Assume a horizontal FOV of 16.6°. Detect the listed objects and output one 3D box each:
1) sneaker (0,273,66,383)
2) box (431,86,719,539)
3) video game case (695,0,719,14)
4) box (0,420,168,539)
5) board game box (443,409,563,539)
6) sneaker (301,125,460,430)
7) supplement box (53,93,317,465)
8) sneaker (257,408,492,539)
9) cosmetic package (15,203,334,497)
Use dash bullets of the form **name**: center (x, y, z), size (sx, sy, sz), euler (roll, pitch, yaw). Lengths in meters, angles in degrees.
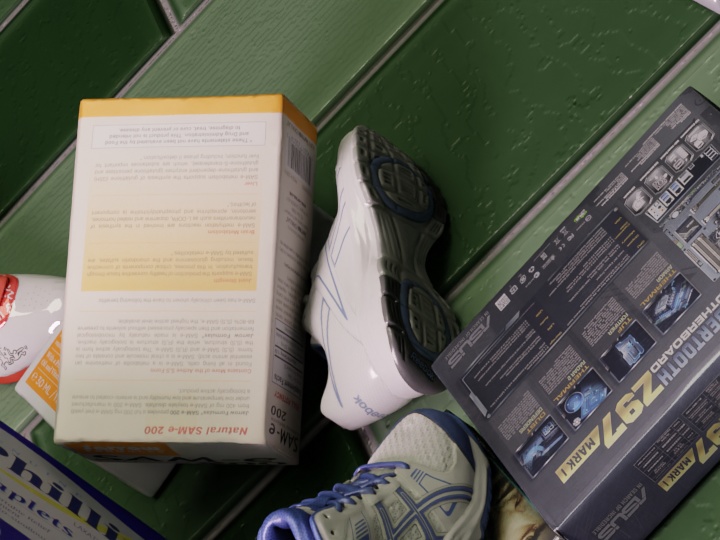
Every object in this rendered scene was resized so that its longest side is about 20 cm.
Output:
- **sneaker**: center (-0.279, 0.026, 1.657), size (0.201, 0.108, 0.068), euler (-14, 51, 44)
- **box**: center (0.142, 0.025, 1.202), size (0.200, 0.051, 0.158), euler (-49, 34, 7)
- **video game case**: center (0.214, -0.250, 1.377), size (0.200, 0.023, 0.182), euler (-52, 34, 3)
- **box**: center (-0.179, 0.177, 1.298), size (0.105, 0.184, 0.200), euler (-50, 16, 6)
- **board game box**: center (0.016, 0.182, 1.239), size (0.200, 0.028, 0.135), euler (-52, 34, 5)
- **sneaker**: center (0.000, 0.000, 1.380), size (0.087, 0.074, 0.201), euler (-37, 37, 31)
- **supplement box**: center (-0.097, 0.006, 1.393), size (0.125, 0.074, 0.201), euler (0, 77, 15)
- **sneaker**: center (-0.001, 0.129, 1.176), size (0.075, 0.088, 0.200), euler (-21, 31, 39)
- **cosmetic package**: center (-0.112, 0.024, 1.491), size (0.200, 0.071, 0.101), euler (-55, 34, -2)
